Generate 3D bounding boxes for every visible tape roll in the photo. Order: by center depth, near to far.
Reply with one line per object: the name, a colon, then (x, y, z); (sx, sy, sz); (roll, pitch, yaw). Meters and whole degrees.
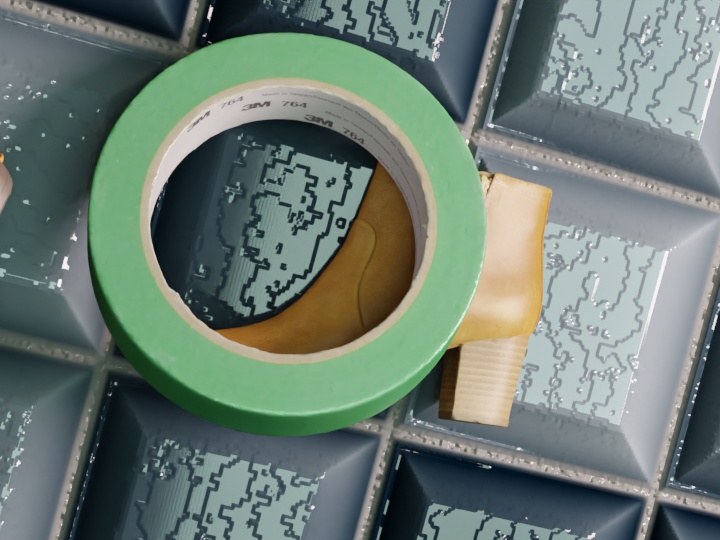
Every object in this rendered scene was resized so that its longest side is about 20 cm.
tape roll: (-0.037, -0.019, 1.153); (0.199, 0.048, 0.202); (2, 73, -7)

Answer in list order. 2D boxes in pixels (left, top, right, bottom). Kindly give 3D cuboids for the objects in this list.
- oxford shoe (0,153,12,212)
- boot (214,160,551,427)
oxford shoe: (-0.214, -0.064, 1.131); (0.073, 0.071, 0.201); (-8, 104, -37)
boot: (0.001, 0.000, 1.209); (0.200, 0.071, 0.145); (8, 85, -16)
